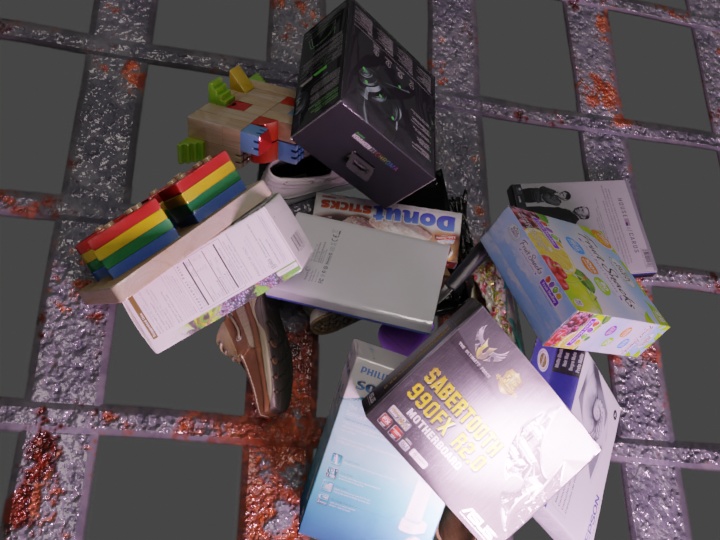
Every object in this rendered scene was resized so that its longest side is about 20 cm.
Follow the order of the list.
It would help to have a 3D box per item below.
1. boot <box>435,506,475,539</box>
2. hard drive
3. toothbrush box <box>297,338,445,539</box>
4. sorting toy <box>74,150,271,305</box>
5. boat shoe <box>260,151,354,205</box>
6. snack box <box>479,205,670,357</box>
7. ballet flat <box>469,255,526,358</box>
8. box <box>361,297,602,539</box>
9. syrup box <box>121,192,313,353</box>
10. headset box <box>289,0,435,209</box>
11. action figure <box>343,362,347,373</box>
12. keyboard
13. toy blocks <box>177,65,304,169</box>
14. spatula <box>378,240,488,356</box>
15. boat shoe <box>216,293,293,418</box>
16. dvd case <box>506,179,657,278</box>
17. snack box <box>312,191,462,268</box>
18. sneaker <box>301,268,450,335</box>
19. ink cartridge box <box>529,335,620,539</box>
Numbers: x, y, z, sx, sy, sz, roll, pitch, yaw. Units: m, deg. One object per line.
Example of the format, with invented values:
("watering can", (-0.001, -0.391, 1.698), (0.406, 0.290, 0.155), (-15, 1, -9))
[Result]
("boot", (0.142, 0.226, 0.878), (0.072, 0.075, 0.204), (11, 100, -30))
("hard drive", (0.000, 0.000, 0.941), (0.196, 0.026, 0.133), (13, 47, 7))
("toothbrush box", (0.029, 0.198, 0.857), (0.143, 0.085, 0.204), (17, 97, -5))
("sorting toy", (-0.226, -0.049, 0.877), (0.198, 0.199, 0.070), (-40, 106, -25))
("boat shoe", (-0.043, -0.148, 1.049), (0.196, 0.066, 0.073), (-18, 72, -21))
("snack box", (0.264, 0.015, 0.967), (0.197, 0.068, 0.170), (10, 42, -40))
("ballet flat", (0.171, 0.076, 0.974), (0.063, 0.076, 0.204), (-13, 62, 14))
("box", (0.122, 0.156, 0.793), (0.158, 0.048, 0.201), (-41, 100, 1))
("syrup box", (-0.158, 0.003, 0.869), (0.198, 0.079, 0.082), (-30, 100, 13))
("headset box", (0.009, -0.203, 0.991), (0.173, 0.092, 0.203), (32, 46, -36))
("action figure", (0.070, 0.165, 0.934), (0.196, 0.069, 0.133), (14, 79, 1))
("keyboard", (0.106, -0.036, 1.068), (0.102, 0.040, 0.204), (-11, 70, 6))
("toy blocks", (-0.121, -0.182, 0.995), (0.134, 0.102, 0.200), (17, 36, 16))
("spatula", (0.099, 0.028, 0.963), (0.056, 0.021, 0.200), (36, 67, 23))
("boat shoe", (-0.131, 0.076, 0.934), (0.072, 0.076, 0.204), (-17, 67, 11))
("dvd case", (0.318, -0.057, 1.130), (0.195, 0.025, 0.153), (-3, 68, -17))
("snack box", (0.033, -0.053, 1.031), (0.195, 0.024, 0.073), (8, 67, 1))
("sneaker", (0.013, 0.006, 0.992), (0.196, 0.068, 0.091), (-18, 61, -19))
("ink cartridge box", (0.242, 0.200, 0.925), (0.200, 0.040, 0.202), (47, 55, -39))
